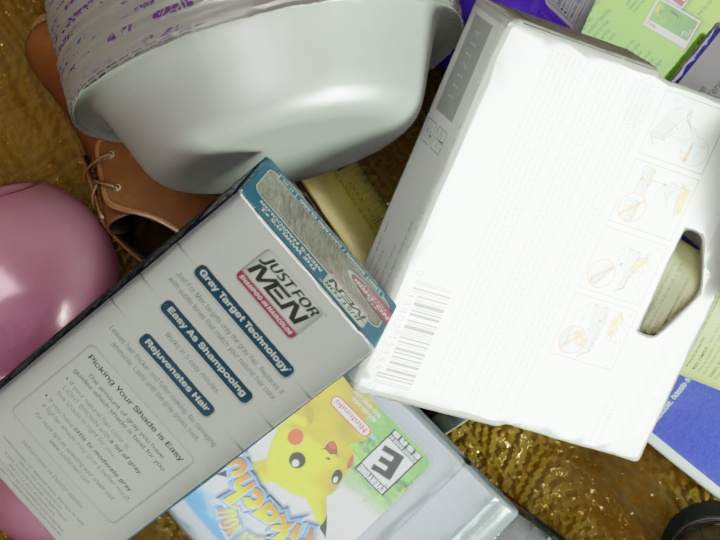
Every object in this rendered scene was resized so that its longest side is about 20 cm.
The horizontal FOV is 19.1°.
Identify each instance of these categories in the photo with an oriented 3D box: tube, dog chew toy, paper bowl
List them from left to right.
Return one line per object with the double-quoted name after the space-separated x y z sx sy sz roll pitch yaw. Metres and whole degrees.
-0.180 0.056 1.153 0.124 0.125 0.201 -12 99 2 "dog chew toy"
-0.047 -0.105 1.044 0.200 0.201 0.105 -15 78 2 "paper bowl"
0.207 0.038 1.125 0.200 0.052 0.058 24 61 -8 "tube"

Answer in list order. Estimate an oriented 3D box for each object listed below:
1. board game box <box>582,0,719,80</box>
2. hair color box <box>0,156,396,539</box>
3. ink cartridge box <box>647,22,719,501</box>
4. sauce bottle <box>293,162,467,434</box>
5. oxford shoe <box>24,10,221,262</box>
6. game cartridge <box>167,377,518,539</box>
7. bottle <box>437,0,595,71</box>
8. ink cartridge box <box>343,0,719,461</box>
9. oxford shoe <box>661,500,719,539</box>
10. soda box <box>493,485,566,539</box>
0.140 -0.108 1.174 0.102 0.048 0.200 43 92 0 "board game box"
-0.090 0.047 1.039 0.200 0.061 0.100 -38 98 22 "hair color box"
0.200 0.002 1.161 0.200 0.047 0.198 39 93 -10 "ink cartridge box"
0.000 0.000 1.172 0.066 0.066 0.200 -32 90 2 "sauce bottle"
-0.123 -0.060 1.153 0.071 0.071 0.200 -33 77 -36 "oxford shoe"
-0.032 0.101 1.113 0.133 0.040 0.200 -45 93 7 "game cartridge"
0.104 -0.188 1.135 0.065 0.083 0.200 38 64 -27 "bottle"
0.100 -0.016 1.077 0.176 0.045 0.200 16 106 -26 "ink cartridge box"
0.230 0.223 1.153 0.073 0.084 0.200 -38 105 13 "oxford shoe"
0.054 0.143 1.170 0.200 0.071 0.063 38 91 0 "soda box"
